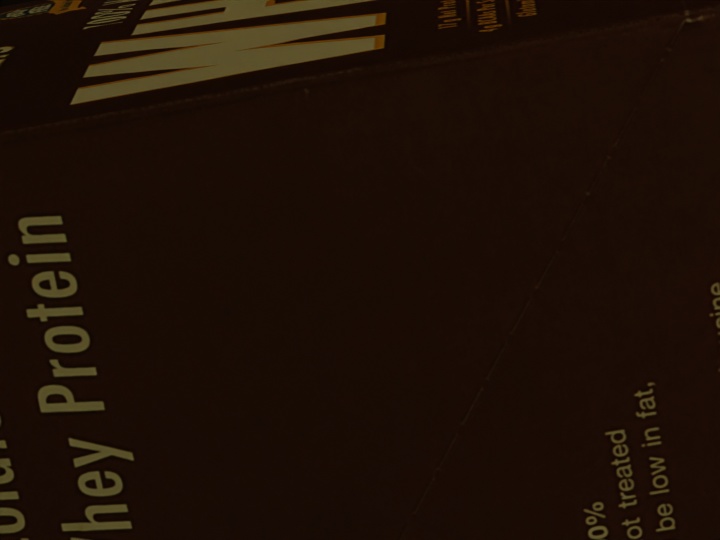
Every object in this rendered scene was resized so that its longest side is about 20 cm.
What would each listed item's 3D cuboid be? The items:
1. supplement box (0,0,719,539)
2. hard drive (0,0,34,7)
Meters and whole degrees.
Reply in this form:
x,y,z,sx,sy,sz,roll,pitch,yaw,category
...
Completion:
x,y,z,sx,sy,sz,roll,pitch,yaw,category
0.018,0.043,0.464,0.133,0.199,0.198,-83,163,-73,supplement box
-0.056,-0.114,0.647,0.135,0.042,0.200,51,28,-42,hard drive
